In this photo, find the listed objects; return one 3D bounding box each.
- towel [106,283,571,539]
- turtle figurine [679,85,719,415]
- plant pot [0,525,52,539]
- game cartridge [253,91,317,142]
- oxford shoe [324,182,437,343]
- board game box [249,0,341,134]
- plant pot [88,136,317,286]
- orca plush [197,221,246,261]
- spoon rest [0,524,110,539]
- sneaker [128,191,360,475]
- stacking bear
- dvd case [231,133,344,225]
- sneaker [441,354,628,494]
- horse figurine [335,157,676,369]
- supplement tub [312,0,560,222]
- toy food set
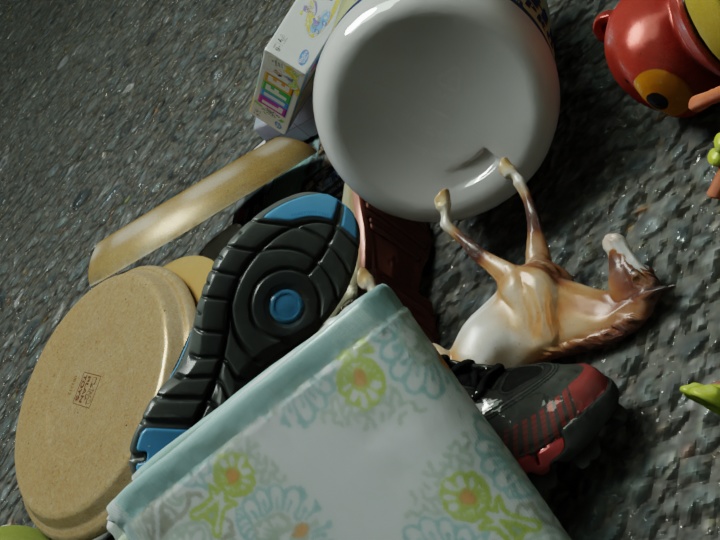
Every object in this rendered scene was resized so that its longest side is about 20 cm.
[{"bbox_3d":[-0.011,0.128,0.626,0.199,0.172,0.048,-38,-1,26],"label":"towel"},{"bbox_3d":[0.199,-0.008,0.564,0.199,0.064,0.163,20,82,53],"label":"turtle figurine"},{"bbox_3d":[-0.230,0.246,0.828,0.187,0.187,0.200,-48,13,7],"label":"plant pot"},{"bbox_3d":[-0.004,-0.183,1.065,0.199,0.041,0.134,-31,38,33],"label":"game cartridge"},{"bbox_3d":[0.000,0.000,0.852,0.074,0.071,0.201,-38,30,29],"label":"oxford shoe"},{"bbox_3d":[-0.013,-0.210,0.979,0.201,0.034,0.134,-60,2,-15],"label":"board game box"},{"bbox_3d":[-0.124,-0.050,0.997,0.199,0.028,0.200,-31,5,3],"label":"plant pot"},{"bbox_3d":[-0.104,0.071,0.950,0.104,0.071,0.203,-2,68,26],"label":"orca plush"},{"bbox_3d":[-0.180,0.140,0.992,0.200,0.061,0.099,-49,26,-23],"label":"spoon rest"},{"bbox_3d":[-0.071,0.042,0.782,0.201,0.073,0.082,-56,0,-6],"label":"sneaker"},{"bbox_3d":[0.206,-0.141,0.671,0.199,0.121,0.115,-27,37,51],"label":"stacking bear"},{"bbox_3d":[-0.030,-0.097,1.063,0.199,0.022,0.147,-34,33,29],"label":"dvd case"},{"bbox_3d":[0.030,0.071,0.659,0.198,0.099,0.071,-18,10,26],"label":"sneaker"},{"bbox_3d":[0.058,0.031,0.718,0.200,0.050,0.133,-42,63,9],"label":"horse figurine"},{"bbox_3d":[0.050,-0.133,0.829,0.145,0.145,0.201,-39,17,22],"label":"supplement tub"},{"bbox_3d":[-0.167,0.087,0.895,0.197,0.048,0.203,-15,57,43],"label":"toy food set"}]
